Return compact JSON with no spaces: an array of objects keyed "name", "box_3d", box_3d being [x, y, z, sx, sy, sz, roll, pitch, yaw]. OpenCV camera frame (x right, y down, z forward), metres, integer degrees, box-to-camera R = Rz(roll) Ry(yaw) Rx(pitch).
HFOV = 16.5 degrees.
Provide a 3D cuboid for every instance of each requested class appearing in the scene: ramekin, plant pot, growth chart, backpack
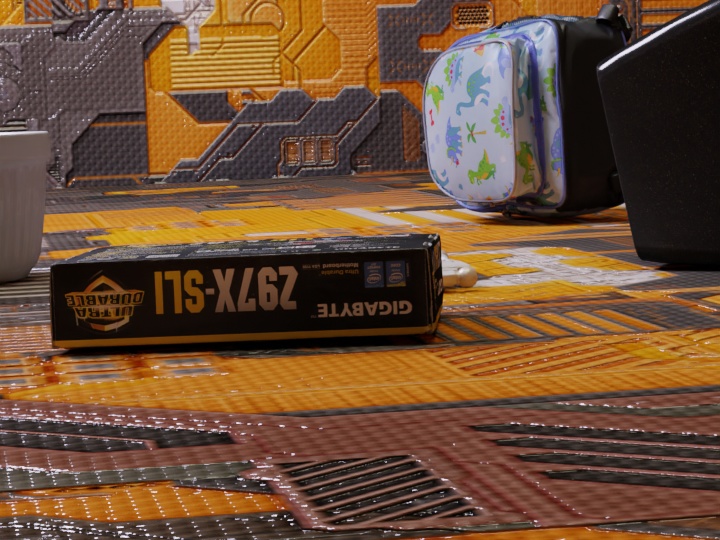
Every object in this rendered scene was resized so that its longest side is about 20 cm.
[{"name":"ramekin","box_3d":[-0.320,-0.044,1.785,0.198,0.106,0.200,-2,4,0]},{"name":"plant pot","box_3d":[0.270,-0.096,1.683,0.176,0.201,0.200,-12,1,21]},{"name":"growth chart","box_3d":[0.000,0.000,1.620,0.144,0.018,0.200,-3,5,-6]},{"name":"backpack","box_3d":[0.139,-0.136,2.239,0.146,0.185,0.200,-4,-1,-29]}]

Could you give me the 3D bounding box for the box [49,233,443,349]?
[{"name":"box","box_3d":[-0.056,0.009,1.336,0.198,0.050,0.160,-2,2,3]}]
